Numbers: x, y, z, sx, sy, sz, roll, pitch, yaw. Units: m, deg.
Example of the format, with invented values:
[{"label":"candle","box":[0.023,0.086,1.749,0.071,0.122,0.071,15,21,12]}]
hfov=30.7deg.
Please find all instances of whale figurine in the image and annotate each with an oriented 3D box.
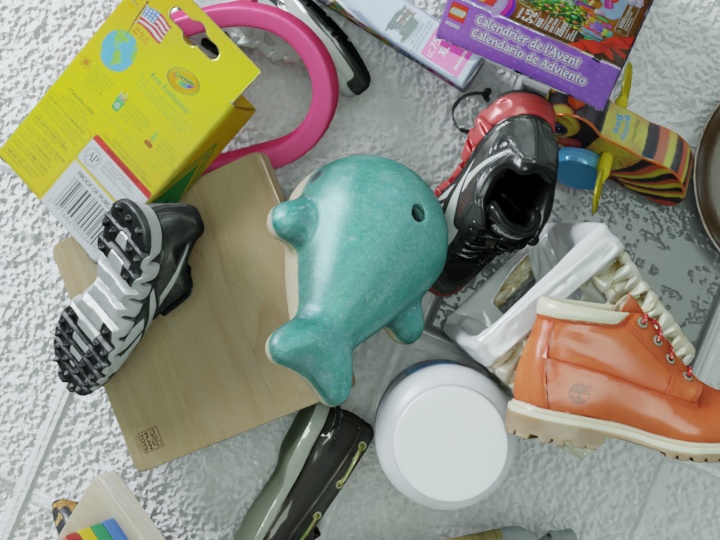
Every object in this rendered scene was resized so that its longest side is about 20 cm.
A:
[{"label":"whale figurine","box":[0.000,0.000,0.982,0.159,0.103,0.201,42,48,-22]}]

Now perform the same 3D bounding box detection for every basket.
[{"label":"basket","box":[0.159,0.050,1.026,0.135,0.200,0.123,-42,94,-1]}]

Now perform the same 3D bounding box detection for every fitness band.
[{"label":"fitness band","box":[-0.115,-0.145,1.073,0.199,0.037,0.145,-12,111,18]}]

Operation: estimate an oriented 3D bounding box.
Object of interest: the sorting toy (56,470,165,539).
[{"label":"sorting toy","box":[-0.198,0.297,1.002,0.200,0.069,0.199,49,125,21]}]

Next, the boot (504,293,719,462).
[{"label":"boot","box":[0.205,0.074,0.902,0.198,0.075,0.108,9,90,-6]}]

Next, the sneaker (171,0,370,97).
[{"label":"sneaker","box":[-0.090,-0.195,1.107,0.201,0.076,0.115,45,101,5]}]

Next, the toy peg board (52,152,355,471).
[{"label":"toy peg board","box":[-0.118,0.034,1.089,0.198,0.098,0.201,-23,86,15]}]

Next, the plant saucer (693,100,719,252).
[{"label":"plant saucer","box":[0.377,-0.077,1.108,0.198,0.032,0.202,0,87,1]}]

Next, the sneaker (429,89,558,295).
[{"label":"sneaker","box":[0.098,-0.042,1.038,0.070,0.098,0.201,12,131,-22]}]

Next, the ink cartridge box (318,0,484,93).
[{"label":"ink cartridge box","box":[0.012,-0.214,1.072,0.199,0.119,0.042,36,97,1]}]

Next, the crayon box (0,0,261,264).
[{"label":"crayon box","box":[-0.173,-0.119,1.021,0.200,0.051,0.127,-46,79,14]}]

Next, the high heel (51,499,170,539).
[{"label":"high heel","box":[-0.167,0.215,1.040,0.199,0.143,0.071,35,47,16]}]

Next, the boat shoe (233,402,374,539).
[{"label":"boat shoe","box":[-0.057,0.202,1.077,0.060,0.072,0.202,26,101,-13]}]

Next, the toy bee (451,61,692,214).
[{"label":"toy bee","box":[0.185,-0.110,1.064,0.198,0.109,0.132,-1,71,-10]}]

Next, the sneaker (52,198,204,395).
[{"label":"sneaker","box":[-0.174,0.022,1.018,0.067,0.090,0.201,48,128,24]}]

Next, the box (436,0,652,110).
[{"label":"box","box":[0.153,-0.206,1.031,0.136,0.200,0.039,24,125,7]}]

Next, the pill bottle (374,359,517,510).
[{"label":"pill bottle","box":[0.065,0.126,1.018,0.108,0.200,0.110,0,88,0]}]

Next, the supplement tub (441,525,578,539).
[{"label":"supplement tub","box":[0.084,0.285,1.039,0.198,0.145,0.147,-11,88,0]}]
